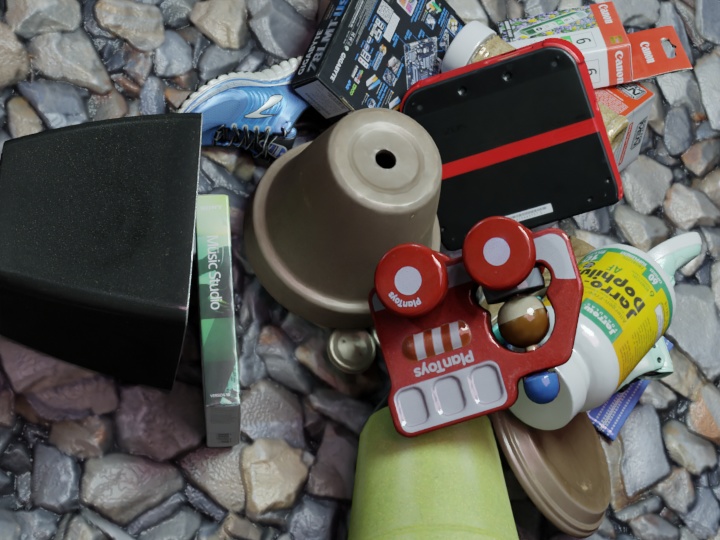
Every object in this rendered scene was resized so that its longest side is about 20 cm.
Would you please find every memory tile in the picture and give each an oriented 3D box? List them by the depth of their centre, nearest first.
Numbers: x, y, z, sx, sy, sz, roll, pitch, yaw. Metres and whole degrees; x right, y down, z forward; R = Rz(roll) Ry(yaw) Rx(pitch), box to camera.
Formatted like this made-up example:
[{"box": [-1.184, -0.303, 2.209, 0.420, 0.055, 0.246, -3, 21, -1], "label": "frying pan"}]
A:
[{"box": [0.000, 0.000, 1.622, 0.152, 0.017, 0.201, -20, 72, -25], "label": "memory tile"}]

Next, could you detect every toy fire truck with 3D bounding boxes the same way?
[{"box": [0.108, 0.048, 1.439, 0.198, 0.112, 0.170, -17, 84, 10], "label": "toy fire truck"}]

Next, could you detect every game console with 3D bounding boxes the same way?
[{"box": [0.149, -0.128, 1.617, 0.031, 0.198, 0.178, -48, 121, -68], "label": "game console"}]

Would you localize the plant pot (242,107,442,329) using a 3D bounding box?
[{"box": [-0.001, -0.068, 1.545, 0.198, 0.175, 0.202, 7, 62, -13], "label": "plant pot"}]

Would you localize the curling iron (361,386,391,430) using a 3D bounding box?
[{"box": [0.053, 0.090, 1.620, 0.049, 0.026, 0.201, 35, 60, -2], "label": "curling iron"}]

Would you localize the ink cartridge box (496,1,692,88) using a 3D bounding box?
[{"box": [0.255, -0.248, 1.756, 0.198, 0.051, 0.109, -10, 35, 3], "label": "ink cartridge box"}]

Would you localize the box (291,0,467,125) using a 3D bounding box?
[{"box": [0.040, -0.214, 1.685, 0.198, 0.049, 0.201, 41, 57, -32], "label": "box"}]

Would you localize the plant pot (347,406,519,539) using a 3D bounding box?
[{"box": [0.066, 0.230, 1.490, 0.198, 0.201, 0.186, 12, 53, -19], "label": "plant pot"}]

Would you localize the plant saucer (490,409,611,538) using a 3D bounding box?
[{"box": [0.192, 0.168, 1.587, 0.200, 0.029, 0.201, 42, 31, -32], "label": "plant saucer"}]

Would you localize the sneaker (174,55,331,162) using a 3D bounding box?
[{"box": [-0.108, -0.152, 1.615, 0.199, 0.079, 0.090, -21, 77, -30], "label": "sneaker"}]

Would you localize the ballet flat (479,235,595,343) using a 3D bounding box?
[{"box": [0.172, 0.016, 1.663, 0.199, 0.068, 0.072, -30, 66, -28], "label": "ballet flat"}]

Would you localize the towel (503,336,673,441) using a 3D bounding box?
[{"box": [0.233, 0.065, 1.711, 0.200, 0.024, 0.145, 42, 60, -4], "label": "towel"}]

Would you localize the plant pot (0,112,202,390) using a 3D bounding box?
[{"box": [-0.243, -0.022, 1.447, 0.175, 0.200, 0.202, 5, 67, -8], "label": "plant pot"}]

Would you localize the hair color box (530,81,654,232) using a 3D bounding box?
[{"box": [0.230, -0.125, 1.735, 0.061, 0.102, 0.199, 38, 55, 25], "label": "hair color box"}]

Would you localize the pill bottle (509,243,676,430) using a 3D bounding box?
[{"box": [0.216, 0.066, 1.544, 0.113, 0.113, 0.200, 49, 47, 1], "label": "pill bottle"}]

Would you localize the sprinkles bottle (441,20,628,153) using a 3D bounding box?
[{"box": [0.181, -0.181, 1.659, 0.199, 0.068, 0.068, 35, 58, 15], "label": "sprinkles bottle"}]

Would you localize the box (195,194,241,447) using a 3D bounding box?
[{"box": [-0.133, 0.049, 1.483, 0.036, 0.145, 0.202, -4, 71, -7], "label": "box"}]

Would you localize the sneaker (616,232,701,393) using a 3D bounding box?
[{"box": [0.310, 0.050, 1.698, 0.200, 0.074, 0.119, -35, 82, -19], "label": "sneaker"}]
